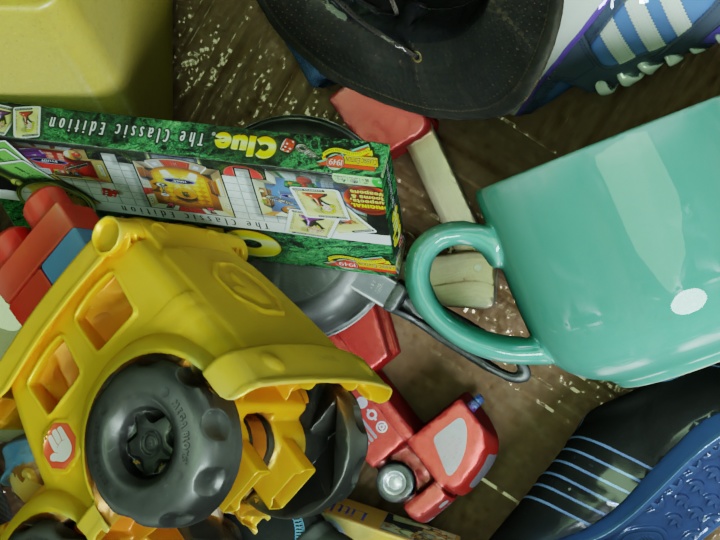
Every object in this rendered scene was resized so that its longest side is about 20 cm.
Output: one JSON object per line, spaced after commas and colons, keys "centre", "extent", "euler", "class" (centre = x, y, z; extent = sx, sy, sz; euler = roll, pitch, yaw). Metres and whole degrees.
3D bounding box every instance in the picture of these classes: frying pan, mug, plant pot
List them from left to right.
{"centre": [-0.197, -0.155, 0.907], "extent": [0.198, 0.177, 0.202], "euler": [-1, 77, 0], "class": "plant pot"}
{"centre": [-0.014, 0.009, 0.947], "extent": [0.115, 0.031, 0.191], "euler": [-37, 82, 10], "class": "frying pan"}
{"centre": [0.132, -0.007, 0.913], "extent": [0.184, 0.152, 0.115], "euler": [-21, 91, 32], "class": "mug"}

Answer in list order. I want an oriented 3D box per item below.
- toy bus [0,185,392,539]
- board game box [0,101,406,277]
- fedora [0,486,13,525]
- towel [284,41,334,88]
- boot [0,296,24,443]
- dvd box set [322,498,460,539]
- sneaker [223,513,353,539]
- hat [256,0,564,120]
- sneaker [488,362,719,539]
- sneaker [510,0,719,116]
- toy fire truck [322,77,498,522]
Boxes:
{"centre": [-0.117, 0.065, 0.870], "extent": [0.192, 0.135, 0.200], "euler": [48, 110, 24], "class": "toy bus"}
{"centre": [-0.080, -0.038, 0.890], "extent": [0.198, 0.105, 0.024], "euler": [7, 68, 10], "class": "board game box"}
{"centre": [-0.214, 0.154, 0.970], "extent": [0.090, 0.201, 0.177], "euler": [-29, 44, -11], "class": "fedora"}
{"centre": [-0.022, -0.204, 0.979], "extent": [0.111, 0.049, 0.201], "euler": [-27, 88, 10], "class": "towel"}
{"centre": [-0.183, -0.010, 1.001], "extent": [0.154, 0.073, 0.202], "euler": [-13, 92, 10], "class": "boot"}
{"centre": [-0.059, 0.179, 0.996], "extent": [0.198, 0.029, 0.148], "euler": [18, 107, 8], "class": "dvd box set"}
{"centre": [-0.081, 0.189, 0.960], "extent": [0.082, 0.073, 0.201], "euler": [43, 106, 19], "class": "sneaker"}
{"centre": [0.030, -0.165, 0.890], "extent": [0.201, 0.201, 0.081], "euler": [45, 56, 6], "class": "hat"}
{"centre": [0.120, 0.119, 0.954], "extent": [0.199, 0.078, 0.070], "euler": [-36, 123, 10], "class": "sneaker"}
{"centre": [0.168, -0.118, 0.922], "extent": [0.146, 0.081, 0.200], "euler": [33, 127, -8], "class": "sneaker"}
{"centre": [0.022, 0.013, 0.979], "extent": [0.141, 0.049, 0.200], "euler": [-40, 85, 9], "class": "toy fire truck"}
